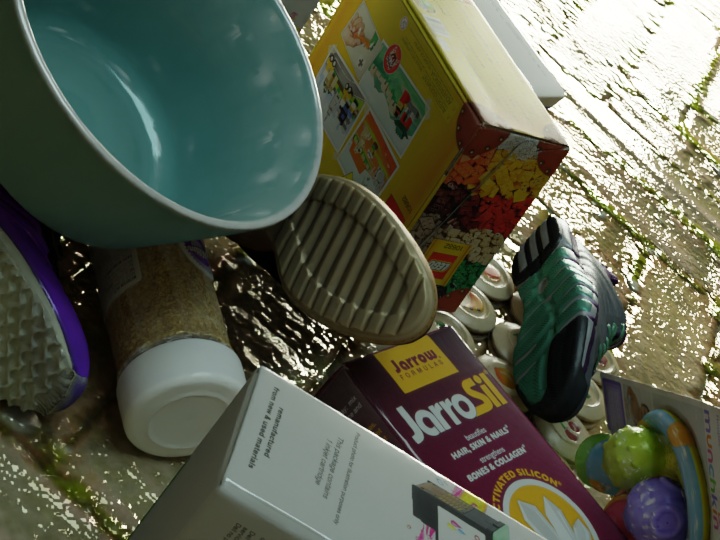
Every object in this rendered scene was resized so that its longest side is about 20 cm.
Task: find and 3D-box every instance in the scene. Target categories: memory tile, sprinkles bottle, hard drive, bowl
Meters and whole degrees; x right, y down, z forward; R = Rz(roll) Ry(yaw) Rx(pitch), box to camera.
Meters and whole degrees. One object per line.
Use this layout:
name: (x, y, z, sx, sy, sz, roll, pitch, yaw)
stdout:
memory tile: (0.104, 0.067, 1.000, 0.153, 0.017, 0.200, 39, 33, -1)
sprinkles bottle: (-0.115, 0.004, 0.813, 0.068, 0.068, 0.201, 13, 41, -34)
hard drive: (0.116, -0.194, 1.241, 0.132, 0.025, 0.200, 54, 16, 3)
bowl: (-0.124, -0.091, 0.749, 0.200, 0.105, 0.202, 32, 43, -35)

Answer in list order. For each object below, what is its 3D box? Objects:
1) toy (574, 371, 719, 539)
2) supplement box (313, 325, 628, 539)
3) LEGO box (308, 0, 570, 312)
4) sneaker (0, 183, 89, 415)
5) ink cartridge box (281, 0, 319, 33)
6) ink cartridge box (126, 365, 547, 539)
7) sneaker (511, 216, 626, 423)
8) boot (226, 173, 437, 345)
toy: (0.160, 0.128, 0.843, 0.047, 0.117, 0.200, -7, 3, -5)
supplement box: (0.059, 0.140, 0.805, 0.200, 0.086, 0.110, 51, 35, 18)
LEGO box: (0.036, -0.097, 0.994, 0.077, 0.149, 0.201, 9, 39, -35)
sneaker: (-0.183, -0.018, 0.771, 0.099, 0.070, 0.201, -12, 59, -53)
ink cartridge box: (-0.101, -0.237, 0.992, 0.145, 0.200, 0.148, 19, 38, -25)
ink cartridge box: (-0.004, 0.161, 0.664, 0.199, 0.145, 0.084, 32, 34, -10)
sneaker: (0.156, 0.041, 1.004, 0.087, 0.074, 0.201, 33, 32, -17)
boot: (0.000, 0.000, 0.847, 0.199, 0.073, 0.166, 35, -1, 36)
